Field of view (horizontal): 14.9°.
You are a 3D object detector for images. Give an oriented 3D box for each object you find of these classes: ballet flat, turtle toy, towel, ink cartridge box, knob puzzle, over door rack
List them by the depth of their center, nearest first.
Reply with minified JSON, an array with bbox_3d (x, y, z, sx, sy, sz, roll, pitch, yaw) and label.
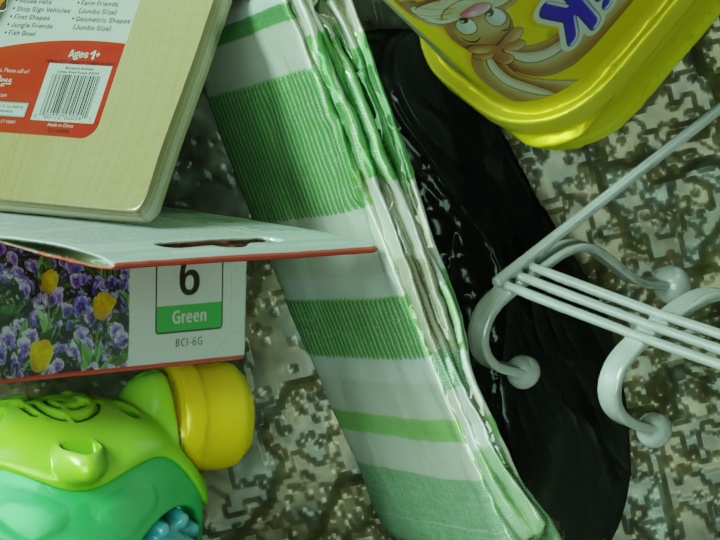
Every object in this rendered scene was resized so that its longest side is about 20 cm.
[{"bbox_3d":[0.148,-0.017,0.867,0.200,0.147,0.067,-47,125,-17],"label":"over door rack"},{"bbox_3d":[-0.099,0.006,0.894,0.199,0.109,0.051,10,101,48],"label":"ink cartridge box"},{"bbox_3d":[0.000,0.000,0.921,0.023,0.152,0.201,-25,96,-17],"label":"towel"},{"bbox_3d":[-0.110,-0.111,0.930,0.219,0.030,0.221,-13,61,24],"label":"knob puzzle"},{"bbox_3d":[-0.120,0.100,0.945,0.145,0.200,0.102,-2,71,-23],"label":"turtle toy"},{"bbox_3d":[0.041,0.008,0.967,0.057,0.066,0.201,-17,98,50],"label":"ballet flat"}]

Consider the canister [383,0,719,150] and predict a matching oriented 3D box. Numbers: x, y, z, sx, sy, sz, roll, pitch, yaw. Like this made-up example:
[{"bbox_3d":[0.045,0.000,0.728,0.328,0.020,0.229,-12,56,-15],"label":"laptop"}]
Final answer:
[{"bbox_3d":[0.045,-0.141,0.844,0.149,0.200,0.087,-50,53,2],"label":"canister"}]
